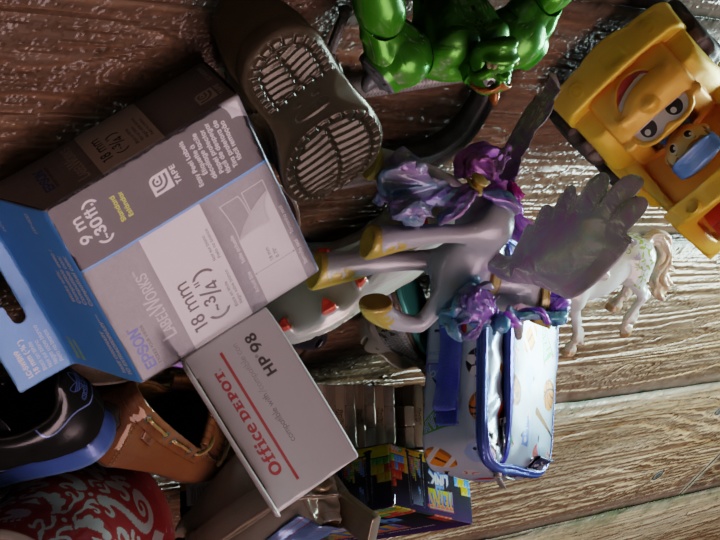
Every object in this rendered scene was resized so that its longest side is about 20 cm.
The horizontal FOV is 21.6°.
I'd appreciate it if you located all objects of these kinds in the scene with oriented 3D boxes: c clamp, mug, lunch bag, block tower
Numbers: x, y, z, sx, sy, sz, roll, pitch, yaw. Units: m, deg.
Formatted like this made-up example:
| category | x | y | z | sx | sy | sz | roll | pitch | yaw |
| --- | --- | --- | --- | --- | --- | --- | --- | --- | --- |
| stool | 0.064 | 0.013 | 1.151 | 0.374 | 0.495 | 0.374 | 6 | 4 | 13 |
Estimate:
| category | x | y | z | sx | sy | sz | roll | pitch | yaw |
| --- | --- | --- | --- | --- | --- | --- | --- | --- | --- |
| c clamp | 0.028 | -0.112 | 1.292 | 0.199 | 0.027 | 0.171 | -9 | 143 | -43 |
| mug | -0.236 | 0.219 | 1.326 | 0.177 | 0.134 | 0.200 | -26 | -177 | 10 |
| lunch bag | 0.104 | 0.075 | 1.515 | 0.075 | 0.202 | 0.160 | -4 | 167 | 24 |
| block tower | 0.022 | 0.123 | 1.582 | 0.199 | 0.054 | 0.058 | 3 | 172 | -35 |

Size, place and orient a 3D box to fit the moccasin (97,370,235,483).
| category | x | y | z | sx | sy | sz | roll | pitch | yaw |
| --- | --- | --- | --- | --- | --- | --- | --- | --- | --- |
| moccasin | -0.134 | 0.110 | 1.413 | 0.078 | 0.074 | 0.201 | -38 | 154 | 14 |

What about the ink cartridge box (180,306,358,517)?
| category | x | y | z | sx | sy | sz | roll | pitch | yaw |
| --- | --- | --- | --- | --- | --- | --- | --- | --- | --- |
| ink cartridge box | -0.062 | 0.088 | 1.242 | 0.066 | 0.116 | 0.200 | -32 | -177 | -5 |

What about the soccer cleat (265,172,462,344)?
| category | x | y | z | sx | sy | sz | roll | pitch | yaw |
| --- | --- | --- | --- | --- | --- | --- | --- | --- | --- |
| soccer cleat | 0.000 | 0.000 | 1.403 | 0.199 | 0.069 | 0.078 | -34 | 157 | -10 |

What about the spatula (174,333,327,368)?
| category | x | y | z | sx | sy | sz | roll | pitch | yaw |
| --- | --- | --- | --- | --- | --- | --- | --- | --- | --- |
| spatula | -0.088 | 0.049 | 1.424 | 0.199 | 0.021 | 0.057 | 3 | 124 | -55 |

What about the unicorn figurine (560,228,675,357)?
| category | x | y | z | sx | sy | sz | roll | pitch | yaw |
| --- | --- | --- | --- | --- | --- | --- | --- | --- | --- |
| unicorn figurine | 0.205 | 0.015 | 1.685 | 0.200 | 0.074 | 0.138 | -36 | 149 | -34 |

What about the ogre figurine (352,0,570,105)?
| category | x | y | z | sx | sy | sz | roll | pitch | yaw |
| --- | --- | --- | --- | --- | --- | --- | --- | --- | --- |
| ogre figurine | 0.069 | -0.173 | 1.174 | 0.200 | 0.098 | 0.121 | -31 | 140 | -47 |

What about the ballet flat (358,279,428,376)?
| category | x | y | z | sx | sy | sz | roll | pitch | yaw |
| --- | --- | --- | --- | --- | --- | --- | --- | --- | --- |
| ballet flat | 0.037 | 0.052 | 1.539 | 0.072 | 0.072 | 0.200 | -39 | 153 | 7 |

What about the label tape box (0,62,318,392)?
| category | x | y | z | sx | sy | sz | roll | pitch | yaw |
| --- | --- | --- | --- | --- | --- | --- | --- | --- | --- |
| label tape box | -0.142 | -0.012 | 1.150 | 0.199 | 0.063 | 0.145 | -32 | 127 | -10 |

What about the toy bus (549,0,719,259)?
| category | x | y | z | sx | sy | sz | roll | pitch | yaw |
| --- | --- | --- | --- | --- | --- | --- | --- | --- | --- |
| toy bus | 0.257 | -0.083 | 1.434 | 0.136 | 0.192 | 0.200 | -40 | 153 | 12 |

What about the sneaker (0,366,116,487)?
| category | x | y | z | sx | sy | sz | roll | pitch | yaw |
| --- | --- | --- | --- | --- | --- | --- | --- | --- | --- |
| sneaker | -0.266 | 0.117 | 1.261 | 0.199 | 0.070 | 0.078 | -24 | 138 | 3 |

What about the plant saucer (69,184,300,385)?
| category | x | y | z | sx | sy | sz | roll | pitch | yaw |
| --- | --- | --- | --- | --- | --- | --- | --- | --- | --- |
| plant saucer | -0.133 | -0.001 | 1.271 | 0.199 | 0.032 | 0.201 | -27 | 151 | -16 |

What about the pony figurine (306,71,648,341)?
| category | x | y | z | sx | sy | sz | roll | pitch | yaw |
| --- | --- | --- | --- | --- | --- | --- | --- | --- | --- |
| pony figurine | 0.087 | -0.029 | 1.322 | 0.199 | 0.167 | 0.194 | 8 | 128 | -28 |

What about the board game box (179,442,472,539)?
| category | x | y | z | sx | sy | sz | roll | pitch | yaw |
| --- | --- | --- | --- | --- | --- | --- | --- | --- | --- |
| board game box | -0.027 | 0.197 | 1.604 | 0.199 | 0.057 | 0.165 | -12 | 162 | 25 |

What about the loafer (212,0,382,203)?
| category | x | y | z | sx | sy | sz | roll | pitch | yaw |
| --- | --- | --- | --- | --- | --- | --- | --- | --- | --- |
| loafer | -0.039 | -0.110 | 1.165 | 0.076 | 0.068 | 0.200 | -29 | 153 | -5 |

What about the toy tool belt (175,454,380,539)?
| category | x | y | z | sx | sy | sz | roll | pitch | yaw |
| --- | --- | --- | --- | --- | --- | --- | --- | --- | --- |
| toy tool belt | -0.077 | 0.218 | 1.470 | 0.200 | 0.123 | 0.125 | -51 | 169 | 28 |
